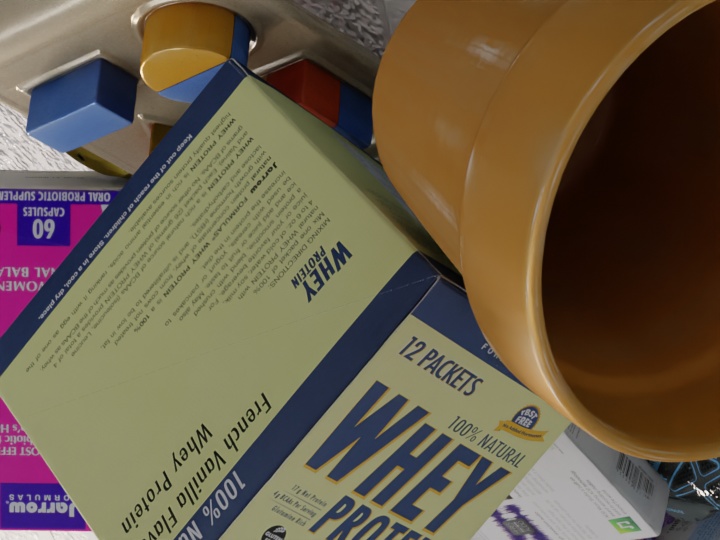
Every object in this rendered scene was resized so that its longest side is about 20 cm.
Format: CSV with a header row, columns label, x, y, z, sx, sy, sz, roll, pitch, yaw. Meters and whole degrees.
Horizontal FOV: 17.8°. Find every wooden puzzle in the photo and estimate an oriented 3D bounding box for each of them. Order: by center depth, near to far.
label,x,y,z,sx,sy,sz,roll,pitch,yaw
wooden puzzle,-0.088,-0.086,1.171,0.185,0.046,0.200,-18,141,38

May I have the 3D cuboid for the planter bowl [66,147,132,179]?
label,x,y,z,sx,sy,sz,roll,pitch,yaw
planter bowl,-0.139,-0.112,1.297,0.200,0.083,0.200,32,155,17

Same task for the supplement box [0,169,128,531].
label,x,y,z,sx,sy,sz,roll,pitch,yaw
supplement box,-0.179,0.045,1.344,0.101,0.200,0.103,0,-172,-2

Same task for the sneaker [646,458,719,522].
label,x,y,z,sx,sy,sz,roll,pitch,yaw
sneaker,0.187,0.090,1.166,0.082,0.073,0.200,37,158,-19

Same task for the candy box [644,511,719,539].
label,x,y,z,sx,sy,sz,roll,pitch,yaw
candy box,0.213,0.201,1.336,0.168,0.072,0.200,48,155,-17

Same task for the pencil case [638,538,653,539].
label,x,y,z,sx,sy,sz,roll,pitch,yaw
pencil case,0.082,0.144,1.324,0.087,0.087,0.200,51,167,-23

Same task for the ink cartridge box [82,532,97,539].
label,x,y,z,sx,sy,sz,roll,pitch,yaw
ink cartridge box,-0.111,0.160,1.650,0.200,0.146,0.084,39,156,4

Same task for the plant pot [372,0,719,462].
label,x,y,z,sx,sy,sz,roll,pitch,yaw
plant pot,0.102,-0.049,0.945,0.183,0.200,0.200,35,161,52

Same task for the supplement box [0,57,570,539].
label,x,y,z,sx,sy,sz,roll,pitch,yaw
supplement box,-0.037,0.049,1.080,0.134,0.200,0.200,32,-170,-45

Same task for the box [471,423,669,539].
label,x,y,z,sx,sy,sz,roll,pitch,yaw
box,0.039,0.099,1.194,0.200,0.036,0.144,-14,133,35
